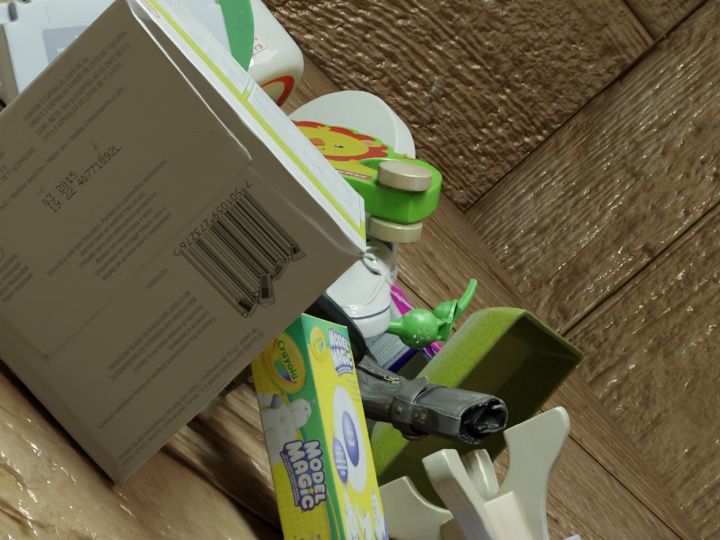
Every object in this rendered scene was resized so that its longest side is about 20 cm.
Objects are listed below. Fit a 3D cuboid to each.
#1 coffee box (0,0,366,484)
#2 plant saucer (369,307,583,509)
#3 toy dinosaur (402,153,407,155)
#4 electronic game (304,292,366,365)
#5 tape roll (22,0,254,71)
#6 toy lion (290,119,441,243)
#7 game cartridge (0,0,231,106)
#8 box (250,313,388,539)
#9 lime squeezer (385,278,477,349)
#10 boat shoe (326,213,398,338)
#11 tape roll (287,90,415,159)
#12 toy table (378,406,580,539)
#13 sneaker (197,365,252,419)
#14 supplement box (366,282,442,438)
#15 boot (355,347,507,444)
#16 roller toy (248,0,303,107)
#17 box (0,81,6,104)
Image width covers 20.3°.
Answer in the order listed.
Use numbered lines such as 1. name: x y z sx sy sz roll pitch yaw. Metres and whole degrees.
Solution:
1. coffee box: -0.132 -0.033 1.211 0.200 0.200 0.198 47 7 -9
2. plant saucer: 0.093 0.116 1.786 0.048 0.200 0.200 42 4 25
3. toy dinosaur: -0.046 -0.067 1.867 0.101 0.199 0.058 -113 178 -52
4. electronic game: -0.080 0.011 1.544 0.199 0.042 0.200 33 -13 9
5. tape roll: -0.192 -0.208 1.729 0.200 0.200 0.048 46 9 -22
6. toy lion: -0.021 -0.093 1.799 0.199 0.069 0.192 13 17 11
7. game cartridge: -0.187 -0.148 1.561 0.199 0.041 0.134 -10 82 -37
8. box: -0.029 0.109 1.367 0.117 0.048 0.201 21 55 -74
9. lime squeezer: 0.055 0.044 1.788 0.199 0.038 0.070 -13 16 -42
10. boat shoe: 0.000 0.000 1.742 0.200 0.071 0.066 -58 151 -67
11. tape roll: -0.038 -0.089 2.030 0.037 0.203 0.203 42 10 -43
12. toy table: 0.096 0.194 1.553 0.200 0.183 0.118 77 -10 -80
13. sneaker: -0.096 0.045 1.458 0.074 0.087 0.200 48 7 -7
14. supplement box: -0.002 0.059 1.875 0.101 0.103 0.200 37 12 -51
15. boot: 0.037 0.108 1.644 0.173 0.070 0.200 10 7 17
16. roller toy: -0.151 -0.180 1.885 0.140 0.182 0.200 51 7 9
17. box: -0.198 -0.126 1.661 0.200 0.101 0.113 46 8 -19
